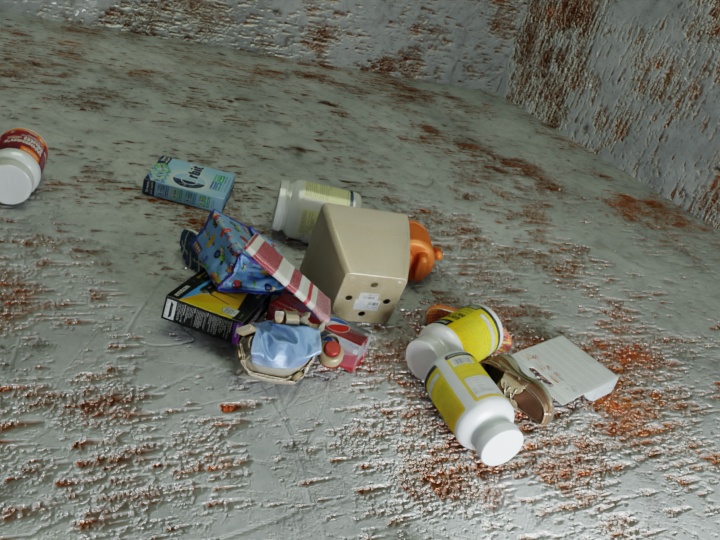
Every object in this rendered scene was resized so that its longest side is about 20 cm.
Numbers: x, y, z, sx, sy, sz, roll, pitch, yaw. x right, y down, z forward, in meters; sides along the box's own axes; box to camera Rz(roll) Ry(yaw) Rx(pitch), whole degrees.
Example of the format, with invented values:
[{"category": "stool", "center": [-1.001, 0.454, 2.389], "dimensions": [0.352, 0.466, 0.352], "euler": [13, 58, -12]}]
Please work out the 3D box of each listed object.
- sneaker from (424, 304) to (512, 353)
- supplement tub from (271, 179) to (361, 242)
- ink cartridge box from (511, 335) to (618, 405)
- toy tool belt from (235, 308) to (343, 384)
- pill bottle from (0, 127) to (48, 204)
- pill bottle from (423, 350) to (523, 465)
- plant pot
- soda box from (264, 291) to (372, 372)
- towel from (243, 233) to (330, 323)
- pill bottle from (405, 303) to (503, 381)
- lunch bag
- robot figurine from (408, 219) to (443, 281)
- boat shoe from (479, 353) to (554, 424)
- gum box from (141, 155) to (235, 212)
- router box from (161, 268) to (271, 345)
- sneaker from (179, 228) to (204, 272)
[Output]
[{"category": "sneaker", "center": [0.239, 0.119, 1.551], "dimensions": [0.199, 0.073, 0.077], "euler": [24, 14, 4]}, {"category": "supplement tub", "center": [-0.109, -0.139, 1.738], "dimensions": [0.199, 0.146, 0.145], "euler": [12, 28, -10]}, {"category": "ink cartridge box", "center": [0.423, 0.220, 1.507], "dimensions": [0.199, 0.047, 0.160], "euler": [-14, 41, -37]}, {"category": "toy tool belt", "center": [-0.118, 0.128, 1.230], "dimensions": [0.199, 0.123, 0.125], "euler": [-1, 52, -15]}, {"category": "pill bottle", "center": [-0.755, -0.230, 1.562], "dimensions": [0.109, 0.110, 0.200], "euler": [7, 29, -20]}, {"category": "pill bottle", "center": [0.200, 0.242, 1.254], "dimensions": [0.111, 0.112, 0.200], "euler": [3, 31, -26]}, {"category": "plant pot", "center": [0.000, 0.000, 1.510], "dimensions": [0.199, 0.201, 0.178], "euler": [6, 40, -20]}, {"category": "soda box", "center": [-0.083, 0.117, 1.369], "dimensions": [0.199, 0.064, 0.070], "euler": [24, 26, 13]}, {"category": "towel", "center": [-0.133, 0.014, 1.319], "dimensions": [0.200, 0.023, 0.144], "euler": [43, 6, -9]}, {"category": "pill bottle", "center": [0.185, 0.145, 1.413], "dimensions": [0.112, 0.113, 0.200], "euler": [36, 38, 31]}, {"category": "lunch bag", "center": [-0.213, -0.019, 1.420], "dimensions": [0.200, 0.094, 0.151], "euler": [19, 25, -47]}, {"category": "robot figurine", "center": [0.121, -0.050, 1.743], "dimensions": [0.143, 0.117, 0.200], "euler": [-23, 29, 9]}, {"category": "boat shoe", "center": [0.296, 0.233, 1.379], "dimensions": [0.071, 0.076, 0.200], "euler": [-1, 24, -25]}, {"category": "gum box", "center": [-0.431, -0.221, 1.807], "dimensions": [0.199, 0.045, 0.170], "euler": [14, 28, -6]}, {"category": "router box", "center": [-0.265, 0.062, 1.346], "dimensions": [0.148, 0.051, 0.200], "euler": [20, 17, 3]}, {"category": "sneaker", "center": [-0.296, -0.023, 1.505], "dimensions": [0.200, 0.077, 0.085], "euler": [37, 27, 15]}]
